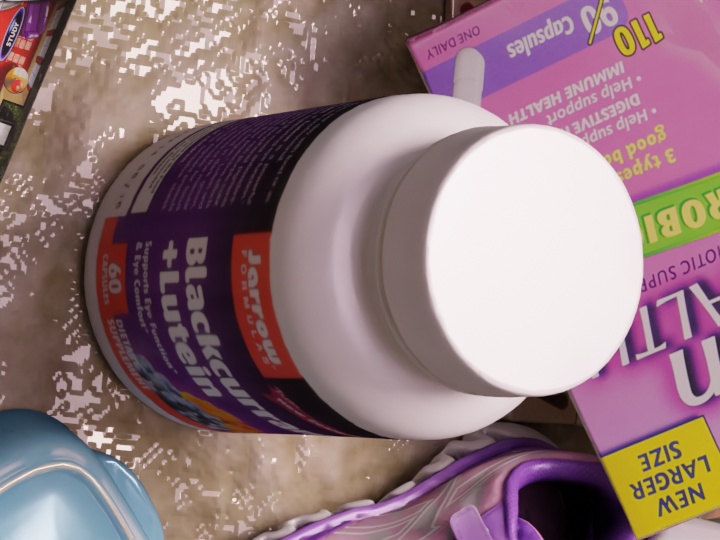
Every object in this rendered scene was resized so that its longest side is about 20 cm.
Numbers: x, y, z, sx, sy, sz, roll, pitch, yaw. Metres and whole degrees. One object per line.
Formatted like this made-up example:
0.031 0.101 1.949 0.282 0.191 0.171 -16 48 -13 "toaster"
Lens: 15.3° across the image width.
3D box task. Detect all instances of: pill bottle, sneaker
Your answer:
0.000 0.000 0.881 0.111 0.200 0.112 2 87 -32 "pill bottle"
0.025 0.115 0.955 0.200 0.088 0.081 -30 105 -33 "sneaker"

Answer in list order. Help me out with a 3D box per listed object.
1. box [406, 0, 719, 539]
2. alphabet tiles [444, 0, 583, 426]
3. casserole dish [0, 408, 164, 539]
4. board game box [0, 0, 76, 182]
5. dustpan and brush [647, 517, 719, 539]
0.144 -0.034 0.953 0.200 0.176 0.097 65 24 -3 "box"
0.101 -0.038 1.062 0.167 0.008 0.201 5 85 -33 "alphabet tiles"
-0.138 0.131 0.885 0.200 0.039 0.121 -36 107 -28 "casserole dish"
-0.162 -0.030 0.836 0.105 0.023 0.200 18 98 -42 "board game box"
0.116 0.142 0.957 0.057 0.200 0.140 18 75 10 "dustpan and brush"
